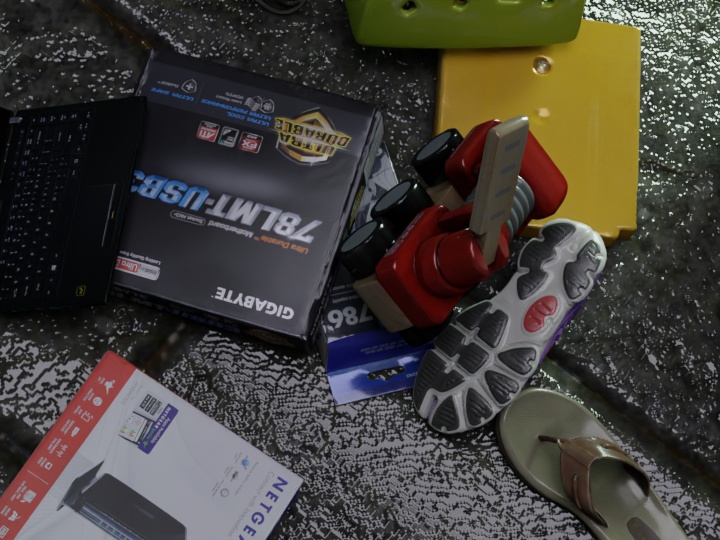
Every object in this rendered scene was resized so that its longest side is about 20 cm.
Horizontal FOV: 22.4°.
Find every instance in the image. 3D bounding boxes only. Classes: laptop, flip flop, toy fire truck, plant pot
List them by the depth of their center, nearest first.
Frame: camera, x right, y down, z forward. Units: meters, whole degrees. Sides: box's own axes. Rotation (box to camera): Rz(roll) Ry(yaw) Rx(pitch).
[{"bbox_3d":[0.092,-0.055,1.345,0.129,0.199,0.176,51,54,-16],"label":"toy fire truck"},{"bbox_3d":[-0.283,-0.067,1.384,0.199,0.103,0.178,-3,65,26],"label":"laptop"},{"bbox_3d":[0.188,0.167,1.401,0.081,0.058,0.200,-36,79,-20],"label":"flip flop"},{"bbox_3d":[0.088,-0.316,1.490,0.199,0.182,0.200,-2,56,-12],"label":"plant pot"}]

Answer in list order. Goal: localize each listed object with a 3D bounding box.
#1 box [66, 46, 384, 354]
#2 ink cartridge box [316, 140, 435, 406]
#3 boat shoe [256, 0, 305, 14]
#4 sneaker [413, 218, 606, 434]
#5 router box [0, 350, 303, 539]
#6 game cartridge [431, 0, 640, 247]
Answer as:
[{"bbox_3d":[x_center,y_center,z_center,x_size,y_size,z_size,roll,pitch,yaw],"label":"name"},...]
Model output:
[{"bbox_3d":[-0.102,-0.057,1.419,0.199,0.050,0.200,16,72,9],"label":"box"},{"bbox_3d":[0.000,0.000,1.447,0.099,0.039,0.201,-13,72,-15],"label":"ink cartridge box"},{"bbox_3d":[-0.122,-0.294,1.531,0.199,0.057,0.067,35,67,5],"label":"boat shoe"},{"bbox_3d":[0.126,0.054,1.431,0.200,0.083,0.081,-45,66,-7],"label":"sneaker"},{"bbox_3d":[-0.169,0.190,1.336,0.179,0.049,0.201,32,67,4],"label":"router box"},{"bbox_3d":[0.147,-0.123,1.527,0.175,0.032,0.201,8,70,-7],"label":"game cartridge"}]
